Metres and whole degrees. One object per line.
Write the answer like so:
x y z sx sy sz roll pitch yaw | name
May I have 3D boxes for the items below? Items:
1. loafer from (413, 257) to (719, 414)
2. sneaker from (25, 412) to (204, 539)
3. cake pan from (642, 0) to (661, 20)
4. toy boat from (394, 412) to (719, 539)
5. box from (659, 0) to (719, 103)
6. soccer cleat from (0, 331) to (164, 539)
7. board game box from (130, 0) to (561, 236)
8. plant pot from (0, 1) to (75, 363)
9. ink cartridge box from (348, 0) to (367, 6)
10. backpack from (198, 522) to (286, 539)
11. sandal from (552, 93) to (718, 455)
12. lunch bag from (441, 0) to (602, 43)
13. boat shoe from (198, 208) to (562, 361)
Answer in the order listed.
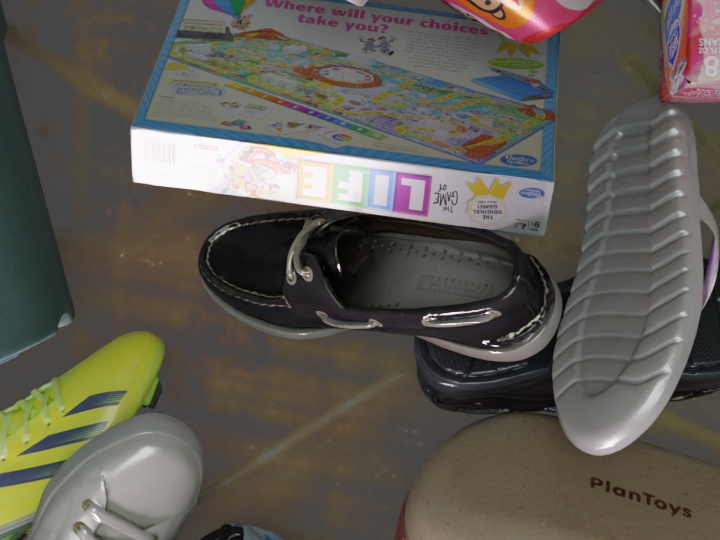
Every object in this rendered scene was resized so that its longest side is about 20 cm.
0.126 0.039 0.823 0.198 0.063 0.072 -5 60 -2 | loafer
-0.140 0.163 0.779 0.073 0.085 0.200 32 105 -26 | sneaker
0.221 -0.201 0.817 0.198 0.037 0.202 0 91 2 | cake pan
0.112 0.160 0.800 0.198 0.131 0.132 17 121 2 | toy boat
0.245 -0.130 0.750 0.198 0.095 0.101 1 90 2 | box
-0.184 0.099 0.823 0.084 0.065 0.200 43 95 -13 | soccer cleat
-0.002 -0.084 0.786 0.198 0.135 0.034 8 132 3 | board game box
-0.240 -0.042 0.772 0.199 0.200 0.198 -18 97 3 | plant pot
-0.012 -0.247 0.765 0.200 0.041 0.200 35 93 45 | ink cartridge box
-0.081 0.224 0.788 0.153 0.163 0.201 20 85 -6 | backpack
0.145 0.001 0.775 0.050 0.082 0.204 32 55 -29 | sandal
0.094 -0.213 0.757 0.082 0.176 0.201 32 95 -24 | lunch bag
0.000 0.000 0.787 0.199 0.060 0.074 13 72 26 | boat shoe
